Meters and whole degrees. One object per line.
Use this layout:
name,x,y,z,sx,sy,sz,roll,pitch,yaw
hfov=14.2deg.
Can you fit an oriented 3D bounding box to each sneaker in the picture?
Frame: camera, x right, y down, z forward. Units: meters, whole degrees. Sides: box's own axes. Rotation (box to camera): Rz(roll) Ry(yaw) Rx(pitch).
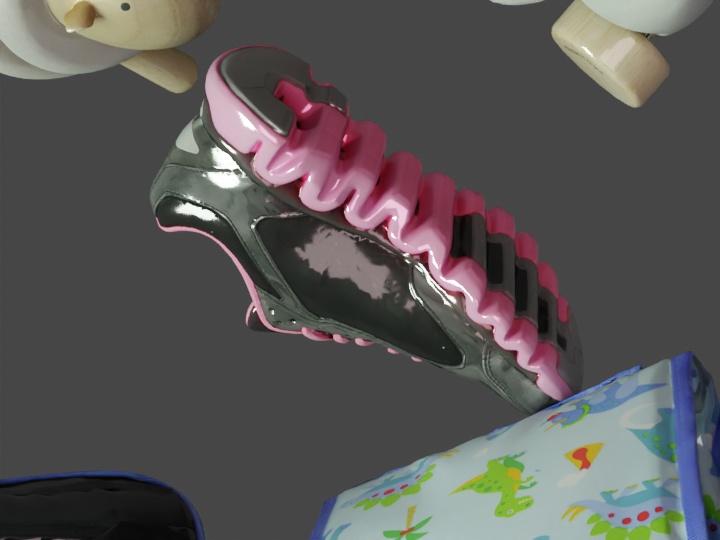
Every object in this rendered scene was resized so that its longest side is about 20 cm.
sneaker,0.000,0.000,1.164,0.200,0.079,0.095,39,116,-9

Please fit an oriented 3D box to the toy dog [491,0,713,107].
toy dog,0.099,-0.138,1.096,0.096,0.200,0.132,36,69,7

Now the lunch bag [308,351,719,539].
lunch bag,0.070,0.136,1.088,0.169,0.201,0.128,-22,135,14

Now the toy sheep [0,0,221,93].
toy sheep,-0.121,-0.137,1.080,0.137,0.200,0.139,-25,131,-33

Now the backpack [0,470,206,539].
backpack,-0.148,0.168,1.119,0.199,0.183,0.148,-9,123,-1
